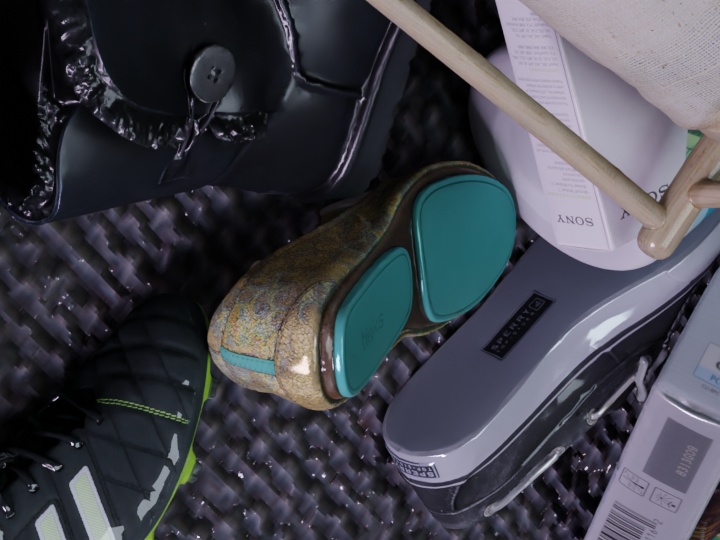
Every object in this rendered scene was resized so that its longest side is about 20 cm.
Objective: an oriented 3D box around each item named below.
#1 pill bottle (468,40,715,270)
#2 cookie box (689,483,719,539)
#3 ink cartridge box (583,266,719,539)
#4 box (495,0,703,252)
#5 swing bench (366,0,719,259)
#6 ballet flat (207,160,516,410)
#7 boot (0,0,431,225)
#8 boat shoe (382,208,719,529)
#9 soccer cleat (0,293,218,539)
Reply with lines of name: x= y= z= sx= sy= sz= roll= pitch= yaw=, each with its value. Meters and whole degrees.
pill bottle: x=0.148 y=-0.097 z=1.026 sx=0.200 sy=0.111 sz=0.111 roll=-39 pitch=129 yaw=-26
cookie box: x=0.188 y=0.176 z=1.126 sx=0.200 sy=0.171 sz=0.075 roll=-39 pitch=126 yaw=-27
ink cartridge box: x=0.173 y=0.030 z=1.104 sx=0.200 sy=0.047 sz=0.160 roll=-58 pitch=169 yaw=-32
box: x=0.112 y=-0.125 z=0.906 sx=0.144 sy=0.036 sz=0.200 roll=-28 pitch=113 yaw=-30
swing bench: x=0.116 y=-0.136 z=0.812 sx=0.199 sy=0.130 sz=0.200 roll=36 pitch=70 yaw=-33
ballet flat: x=0.000 y=0.000 z=0.947 sx=0.200 sy=0.071 sz=0.071 roll=-38 pitch=133 yaw=-60
boot: x=-0.049 y=-0.113 z=0.856 sx=0.168 sy=0.076 sz=0.200 roll=-4 pitch=114 yaw=-47
boat shoe: x=0.098 y=0.034 z=1.054 sx=0.199 sy=0.074 sz=0.068 roll=-46 pitch=133 yaw=-19
soccer cleat: x=-0.121 y=0.091 z=0.878 sx=0.081 sy=0.067 sz=0.200 roll=33 pitch=82 yaw=-32
